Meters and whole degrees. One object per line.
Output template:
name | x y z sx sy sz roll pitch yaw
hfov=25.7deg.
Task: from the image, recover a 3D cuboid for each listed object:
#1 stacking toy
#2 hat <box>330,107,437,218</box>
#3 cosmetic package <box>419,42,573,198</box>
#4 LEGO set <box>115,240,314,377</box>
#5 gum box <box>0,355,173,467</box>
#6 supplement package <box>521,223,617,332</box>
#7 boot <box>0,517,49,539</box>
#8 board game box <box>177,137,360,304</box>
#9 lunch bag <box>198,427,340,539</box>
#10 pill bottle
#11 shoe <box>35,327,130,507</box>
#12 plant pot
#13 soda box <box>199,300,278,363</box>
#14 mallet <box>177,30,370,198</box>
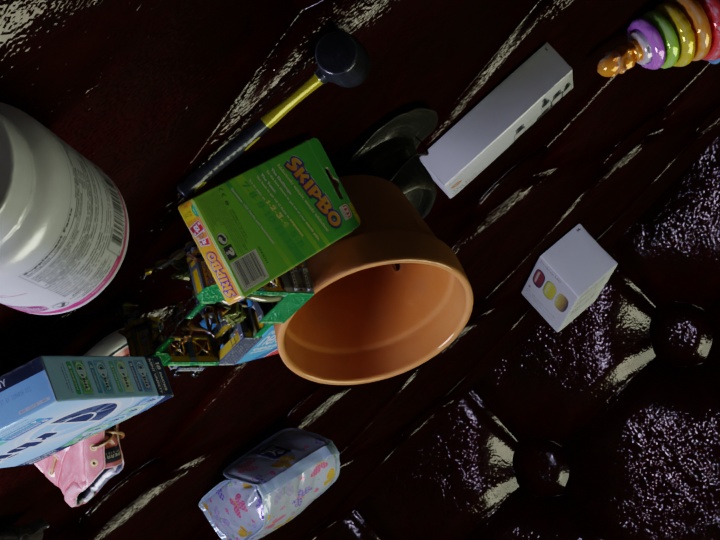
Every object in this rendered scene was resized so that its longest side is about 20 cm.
stacking toy | 0.386 -0.297 2.032 0.199 0.110 0.116 -26 175 -16
hat | 0.034 -0.085 1.690 0.200 0.081 0.201 -40 168 -11
cosmetic package | 0.161 -0.173 1.846 0.200 0.051 0.083 -42 167 1
LEGO set | -0.142 0.005 1.478 0.153 0.117 0.200 -2 151 -30
gum box | -0.285 0.127 1.388 0.169 0.045 0.200 -26 169 18
supplement package | 0.401 0.016 3.051 0.109 0.114 0.200 -38 166 -17
boot | -0.441 0.353 1.763 0.200 0.069 0.174 -43 167 -2
board game box | -0.076 -0.049 1.417 0.030 0.096 0.200 -24 -174 40
lunch bag | -0.138 0.336 2.492 0.169 0.128 0.200 -30 173 -35
pill bottle | -0.225 -0.041 0.988 0.113 0.113 0.200 -41 167 0
shoe | -0.259 0.149 1.569 0.200 0.091 0.071 -50 165 32
plant pot | 0.000 0.000 1.582 0.199 0.141 0.201 -11 144 -8
soda box | -0.098 0.052 1.795 0.068 0.064 0.200 -46 166 18
mallet | -0.072 -0.129 1.344 0.200 0.041 0.066 -40 170 14
